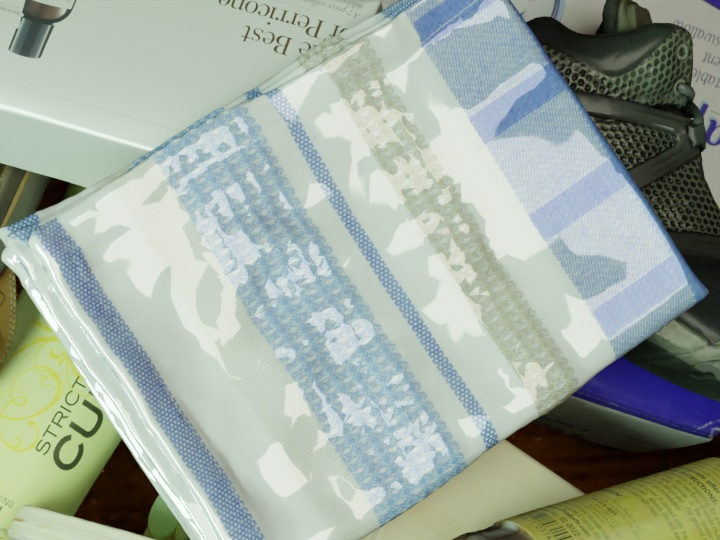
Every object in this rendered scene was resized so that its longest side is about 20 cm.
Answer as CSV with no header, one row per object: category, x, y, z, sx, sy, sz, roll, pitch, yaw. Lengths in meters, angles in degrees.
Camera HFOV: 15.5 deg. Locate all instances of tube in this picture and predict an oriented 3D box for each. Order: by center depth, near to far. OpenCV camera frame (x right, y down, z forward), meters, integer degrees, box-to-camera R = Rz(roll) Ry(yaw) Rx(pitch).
tube,-0.119,0.055,0.982,0.058,0.052,0.201,40,70,-32

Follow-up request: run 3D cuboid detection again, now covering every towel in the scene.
towel,0.000,0.000,0.867,0.199,0.024,0.147,-32,85,-17

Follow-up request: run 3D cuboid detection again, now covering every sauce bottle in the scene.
sauce bottle,0.123,0.096,0.910,0.199,0.065,0.065,-14,90,-25

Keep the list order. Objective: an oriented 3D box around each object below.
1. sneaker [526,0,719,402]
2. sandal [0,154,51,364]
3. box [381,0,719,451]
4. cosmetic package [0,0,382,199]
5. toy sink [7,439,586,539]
sneaker,0.113,-0.024,0.946,0.199,0.076,0.115,33,82,-7
sandal,-0.154,0.013,0.970,0.055,0.081,0.201,45,64,-33
box,0.067,-0.051,1.029,0.183,0.105,0.202,18,80,-17
cosmetic package,-0.097,-0.076,0.933,0.198,0.051,0.083,15,69,10
toy sink,-0.003,0.097,0.952,0.199,0.130,0.113,34,74,-28
